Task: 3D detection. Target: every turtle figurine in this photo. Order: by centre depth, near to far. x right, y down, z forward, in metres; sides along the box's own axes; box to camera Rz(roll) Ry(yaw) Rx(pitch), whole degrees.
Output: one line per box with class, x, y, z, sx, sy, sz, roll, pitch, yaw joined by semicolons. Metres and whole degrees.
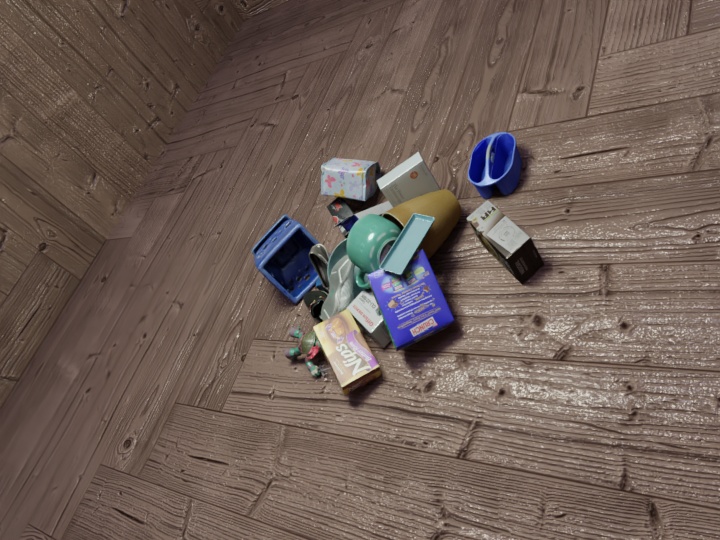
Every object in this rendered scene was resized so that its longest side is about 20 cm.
turtle figurine;-0.140;0.216;1.719;0.196;0.101;0.153;-1;54;47

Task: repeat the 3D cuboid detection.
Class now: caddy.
caddy;0.387;-0.309;1.715;0.138;0.105;0.205;-7;51;34

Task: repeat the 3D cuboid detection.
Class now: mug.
mug;0.053;-0.049;1.629;0.150;0.190;0.113;-29;36;-25

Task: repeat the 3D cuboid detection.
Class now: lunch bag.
lunch bag;-0.028;-0.315;2.020;0.164;0.131;0.201;8;26;14

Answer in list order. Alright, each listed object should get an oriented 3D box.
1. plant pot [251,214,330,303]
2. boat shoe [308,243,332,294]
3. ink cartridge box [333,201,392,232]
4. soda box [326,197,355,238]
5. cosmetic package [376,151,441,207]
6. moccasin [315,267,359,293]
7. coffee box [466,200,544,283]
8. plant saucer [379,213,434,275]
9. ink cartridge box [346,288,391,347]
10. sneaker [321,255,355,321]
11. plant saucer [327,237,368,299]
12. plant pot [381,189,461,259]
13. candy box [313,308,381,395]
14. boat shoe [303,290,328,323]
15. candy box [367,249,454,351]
plant pot;-0.235;-0.050;1.951;0.200;0.200;0.179;-46;34;-3
boat shoe;-0.098;0.021;1.770;0.066;0.204;0.057;-22;12;29
ink cartridge box;0.015;-0.166;1.854;0.196;0.038;0.094;-22;-4;-35
soda box;-0.046;-0.168;1.992;0.070;0.064;0.201;-38;40;5
cosmetic package;0.160;-0.230;1.765;0.149;0.200;0.052;-33;41;11
moccasin;-0.046;0.018;1.833;0.196;0.069;0.082;-23;31;30
coffee box;0.370;-0.075;1.525;0.079;0.113;0.201;-38;39;4
plant saucer;0.124;-0.068;1.541;0.068;0.019;0.202;15;56;32
ink cartridge box;0.077;0.089;1.650;0.200;0.084;0.144;-47;40;-4
sneaker;-0.051;0.057;1.700;0.069;0.079;0.207;10;80;47
plant saucer;0.000;0.000;1.742;0.200;0.203;0.039;-39;5;3
plant pot;0.191;-0.137;1.701;0.197;0.190;0.186;-34;38;-14
candy box;-0.038;0.217;1.597;0.114;0.057;0.202;-25;55;-9
boat shoe;-0.121;0.110;1.789;0.200;0.062;0.076;33;108;50
candy box;0.128;0.078;1.531;0.165;0.077;0.205;-23;73;0
